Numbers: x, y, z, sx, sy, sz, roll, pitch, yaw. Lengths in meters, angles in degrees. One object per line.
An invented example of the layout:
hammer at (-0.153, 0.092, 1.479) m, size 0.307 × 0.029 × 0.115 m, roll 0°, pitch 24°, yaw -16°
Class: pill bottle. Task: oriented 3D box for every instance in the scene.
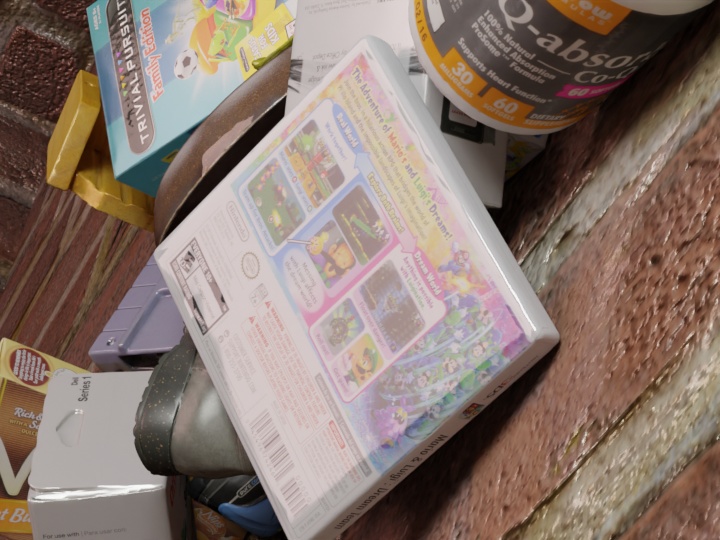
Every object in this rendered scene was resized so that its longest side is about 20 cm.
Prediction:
pill bottle at (0.111, -0.154, 1.012) m, size 0.200 × 0.116 × 0.116 m, roll -45°, pitch 26°, yaw 58°

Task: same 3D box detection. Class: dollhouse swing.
dollhouse swing at (-0.112, -0.122, 1.632) m, size 0.176 × 0.200 × 0.182 m, roll -63°, pitch 14°, yaw 11°

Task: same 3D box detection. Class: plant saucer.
plant saucer at (-0.054, -0.082, 1.287) m, size 0.200 × 0.032 × 0.200 m, roll -40°, pitch -9°, yaw -8°

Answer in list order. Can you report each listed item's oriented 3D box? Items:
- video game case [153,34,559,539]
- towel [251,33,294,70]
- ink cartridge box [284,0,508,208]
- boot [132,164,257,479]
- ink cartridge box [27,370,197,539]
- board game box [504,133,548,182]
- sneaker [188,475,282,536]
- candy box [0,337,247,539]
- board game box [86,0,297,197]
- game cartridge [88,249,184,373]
video game case at (-0.009, 0.012, 1.091) m, size 0.182 × 0.024 × 0.200 m, roll -43°, pitch 57°, yaw 25°
towel at (0.017, -0.167, 1.343) m, size 0.086 × 0.018 × 0.200 m, roll -39°, pitch -7°, yaw 39°
ink cartridge box at (0.020, -0.094, 1.154) m, size 0.116 × 0.068 × 0.200 m, roll -1°, pitch 80°, yaw 49°
boot at (-0.036, 0.035, 1.185) m, size 0.068 × 0.131 × 0.200 m, roll 59°, pitch -140°, yaw -55°
ink cartridge box at (-0.146, 0.181, 1.325) m, size 0.145 × 0.084 × 0.200 m, roll -94°, pitch 0°, yaw -63°
board game box at (0.086, -0.136, 1.249) m, size 0.134 × 0.034 × 0.200 m, roll -41°, pitch 28°, yaw 60°
sneaker at (-0.068, 0.081, 1.375) m, size 0.200 × 0.083 × 0.071 m, roll -81°, pitch 15°, yaw -49°
candy box at (-0.171, 0.137, 1.425) m, size 0.115 × 0.200 × 0.055 m, roll -61°, pitch 15°, yaw 22°
board game box at (-0.095, -0.164, 1.469) m, size 0.200 × 0.047 × 0.151 m, roll -31°, pitch 56°, yaw 28°
game cartridge at (-0.075, 0.009, 1.389) m, size 0.200 × 0.038 × 0.130 m, roll -6°, pitch 46°, yaw 40°
